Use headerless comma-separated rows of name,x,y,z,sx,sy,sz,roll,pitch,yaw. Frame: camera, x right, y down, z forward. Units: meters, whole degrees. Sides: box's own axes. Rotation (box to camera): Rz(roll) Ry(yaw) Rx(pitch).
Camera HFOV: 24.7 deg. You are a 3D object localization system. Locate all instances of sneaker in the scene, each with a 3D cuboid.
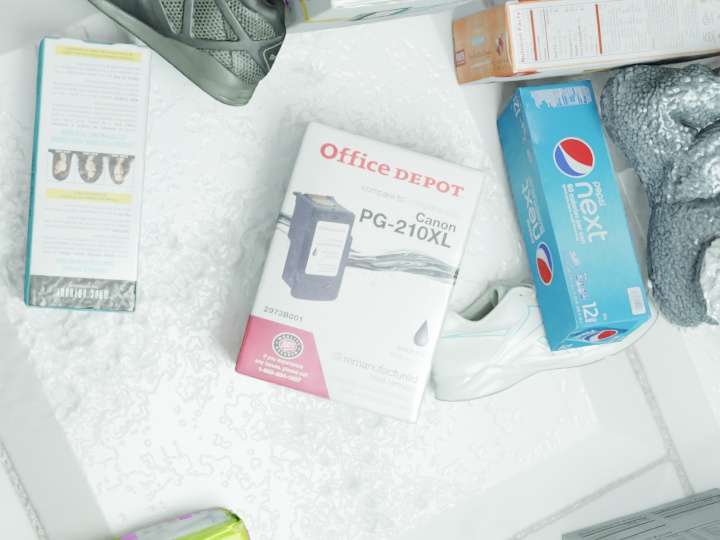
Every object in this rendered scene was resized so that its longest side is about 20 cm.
sneaker,0.146,0.043,1.324,0.200,0.070,0.081,-16,94,-13
sneaker,-0.136,-0.222,1.213,0.199,0.076,0.114,36,107,-4

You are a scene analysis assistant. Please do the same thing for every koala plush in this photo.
koala plush,0.268,-0.051,1.262,0.183,0.177,0.201,4,89,-8

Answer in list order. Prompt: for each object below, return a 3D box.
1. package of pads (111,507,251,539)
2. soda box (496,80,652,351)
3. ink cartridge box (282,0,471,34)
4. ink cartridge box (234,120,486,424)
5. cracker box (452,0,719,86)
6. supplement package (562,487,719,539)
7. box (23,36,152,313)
package of pads,-0.165,0.278,1.255,0.199,0.068,0.155,-18,98,-13
soda box,0.165,-0.044,1.291,0.064,0.068,0.201,-7,73,-14
ink cartridge box,0.014,-0.262,1.206,0.146,0.200,0.147,-10,95,-14
ink cartridge box,0.000,0.000,1.262,0.144,0.084,0.201,16,89,-1
cracker box,0.186,-0.184,1.290,0.199,0.134,0.058,-7,94,-14
supplement package,0.278,0.278,1.301,0.150,0.200,0.152,-15,97,-14
box,-0.205,-0.070,1.237,0.082,0.049,0.201,4,92,-15
